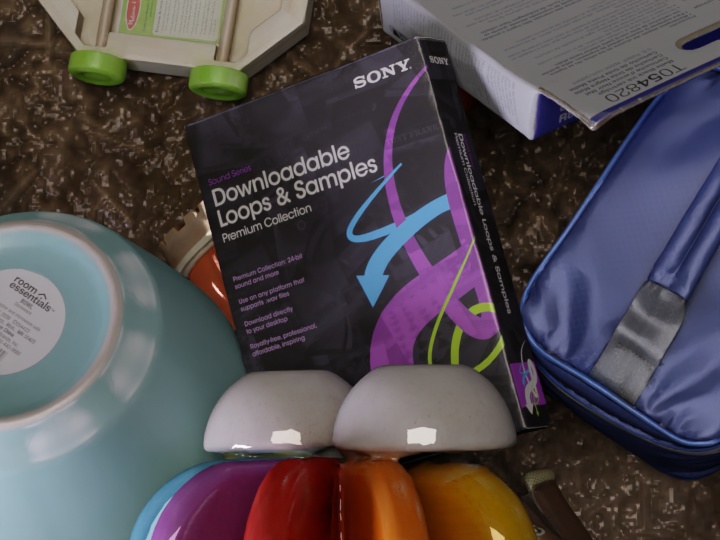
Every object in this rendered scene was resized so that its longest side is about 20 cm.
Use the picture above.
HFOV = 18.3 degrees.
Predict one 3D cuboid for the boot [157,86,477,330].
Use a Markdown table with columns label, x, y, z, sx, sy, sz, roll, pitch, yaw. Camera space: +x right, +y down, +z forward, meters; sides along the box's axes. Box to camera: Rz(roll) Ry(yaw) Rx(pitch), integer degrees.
| label | x | y | z | sx | sy | sz | roll | pitch | yaw |
| --- | --- | --- | --- | --- | --- | --- | --- | --- | --- |
| boot | 0.002 | -0.034 | 1.191 | 0.200 | 0.075 | 0.107 | -40 | 82 | 3 |

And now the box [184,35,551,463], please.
| label | x | y | z | sx | sy | sz | roll | pitch | yaw |
| --- | --- | --- | --- | --- | --- | --- | --- | --- | --- |
| box | 0.000 | 0.000 | 1.112 | 0.143 | 0.036 | 0.201 | -19 | 80 | 25 |

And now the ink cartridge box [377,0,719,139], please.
| label | x | y | z | sx | sy | sz | roll | pitch | yaw |
| --- | --- | --- | --- | --- | --- | --- | --- | --- | --- |
| ink cartridge box | 0.140 | -0.133 | 1.129 | 0.199 | 0.041 | 0.200 | -24 | 37 | -19 |

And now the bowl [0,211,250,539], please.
| label | x | y | z | sx | sy | sz | roll | pitch | yaw |
| --- | --- | --- | --- | --- | --- | --- | --- | --- | --- |
| bowl | -0.159 | 0.052 | 1.096 | 0.200 | 0.105 | 0.201 | -4 | 59 | 7 |

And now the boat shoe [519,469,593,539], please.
| label | x | y | z | sx | sy | sz | roll | pitch | yaw |
| --- | --- | --- | --- | --- | --- | --- | --- | --- | --- |
| boat shoe | 0.086 | 0.137 | 1.140 | 0.202 | 0.075 | 0.075 | 19 | 83 | 9 |

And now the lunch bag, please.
| label | x | y | z | sx | sy | sz | roll | pitch | yaw |
| --- | --- | --- | --- | --- | --- | --- | --- | --- | --- |
| lunch bag | 0.177 | -0.004 | 1.133 | 0.136 | 0.132 | 0.200 | 32 | 83 | 11 |

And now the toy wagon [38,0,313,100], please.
| label | x | y | z | sx | sy | sz | roll | pitch | yaw |
| --- | --- | --- | --- | --- | --- | --- | --- | --- | --- |
| toy wagon | -0.123 | -0.178 | 1.245 | 0.199 | 0.040 | 0.156 | 7 | 79 | 7 |

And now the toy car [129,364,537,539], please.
| label | x | y | z | sx | sy | sz | roll | pitch | yaw |
| --- | --- | --- | --- | --- | --- | --- | --- | --- | --- |
| toy car | -0.024 | 0.132 | 1.006 | 0.200 | 0.150 | 0.176 | -5 | 87 | 45 |
